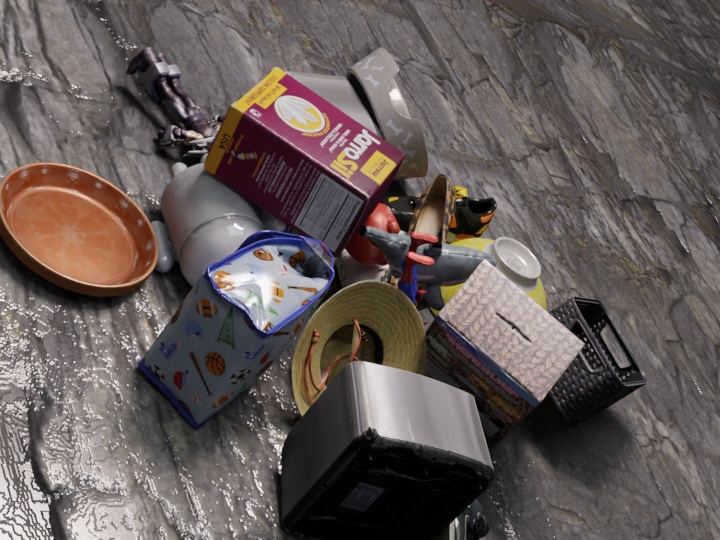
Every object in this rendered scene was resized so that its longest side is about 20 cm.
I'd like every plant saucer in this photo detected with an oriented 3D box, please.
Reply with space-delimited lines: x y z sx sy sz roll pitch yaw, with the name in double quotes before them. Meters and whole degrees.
"plant saucer" -0.330 -0.045 1.588 0.198 0.032 0.202 25 34 -18

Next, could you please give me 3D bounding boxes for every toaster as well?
"toaster" -0.063 -0.210 1.977 0.128 0.114 0.201 5 46 -37
"toaster" 0.029 0.203 1.464 0.179 0.201 0.120 17 41 -27

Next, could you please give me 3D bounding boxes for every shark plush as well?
"shark plush" 0.077 -0.032 1.711 0.199 0.083 0.092 33 55 -33

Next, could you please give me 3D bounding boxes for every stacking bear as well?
"stacking bear" -0.044 -0.072 1.769 0.198 0.123 0.114 22 37 8

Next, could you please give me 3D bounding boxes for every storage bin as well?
"storage bin" 0.302 0.119 1.857 0.136 0.093 0.200 61 16 14

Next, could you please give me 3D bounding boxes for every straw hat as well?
"straw hat" -0.023 0.102 1.636 0.199 0.204 0.085 8 1 -38

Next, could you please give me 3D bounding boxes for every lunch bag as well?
"lunch bag" -0.129 0.052 1.532 0.124 0.170 0.199 47 35 8

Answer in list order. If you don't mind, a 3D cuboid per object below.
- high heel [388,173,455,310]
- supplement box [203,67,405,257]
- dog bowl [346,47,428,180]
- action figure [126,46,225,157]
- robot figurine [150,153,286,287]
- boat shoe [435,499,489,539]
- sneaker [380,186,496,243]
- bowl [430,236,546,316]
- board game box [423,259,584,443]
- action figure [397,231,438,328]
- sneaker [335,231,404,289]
"high heel" 0.080 -0.036 1.806 0.070 0.144 0.200 11 27 10
"supplement box" -0.067 -0.132 1.654 0.199 0.104 0.131 34 36 3
"dog bowl" 0.036 -0.225 2.036 0.058 0.201 0.201 -21 54 -8
"action figure" -0.234 -0.210 1.860 0.201 0.069 0.130 52 28 15
"robot figurine" -0.176 -0.050 1.664 0.168 0.114 0.201 -21 52 -6
"boat shoe" 0.114 0.282 1.562 0.065 0.075 0.200 16 27 -10
"sneaker" 0.113 -0.095 2.018 0.198 0.090 0.070 11 40 -35
"bowl" 0.194 0.019 1.938 0.198 0.108 0.201 25 34 -19
"board game box" 0.161 0.104 1.698 0.159 0.200 0.097 40 68 6
"action figure" 0.056 0.047 1.691 0.051 0.201 0.066 13 42 -6
"sneaker" 0.000 0.000 1.824 0.080 0.077 0.201 22 29 0
